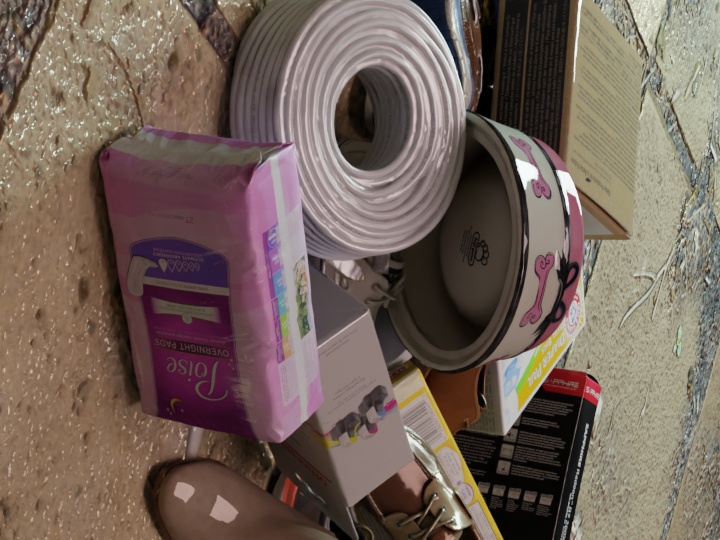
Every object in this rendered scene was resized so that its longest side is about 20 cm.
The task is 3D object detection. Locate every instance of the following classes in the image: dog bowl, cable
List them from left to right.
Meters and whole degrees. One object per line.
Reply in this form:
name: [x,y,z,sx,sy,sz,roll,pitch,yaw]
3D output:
cable: [-0.008,-0.107,1.605,0.199,0.069,0.201,26,74,-41]
dog bowl: [0.095,-0.021,1.694,0.073,0.200,0.202,2,96,-32]

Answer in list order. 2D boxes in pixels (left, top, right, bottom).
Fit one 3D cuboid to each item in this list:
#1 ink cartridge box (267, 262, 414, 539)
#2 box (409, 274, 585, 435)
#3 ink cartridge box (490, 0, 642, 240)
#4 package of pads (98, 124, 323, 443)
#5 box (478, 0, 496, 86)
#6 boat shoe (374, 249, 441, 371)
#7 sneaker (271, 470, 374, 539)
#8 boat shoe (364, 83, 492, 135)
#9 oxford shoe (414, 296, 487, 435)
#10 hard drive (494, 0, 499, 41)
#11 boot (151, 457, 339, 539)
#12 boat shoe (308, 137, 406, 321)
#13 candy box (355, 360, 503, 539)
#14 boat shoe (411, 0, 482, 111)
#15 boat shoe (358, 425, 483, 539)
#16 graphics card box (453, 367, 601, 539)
ink cartridge box: [-0.030,0.089,1.607,0.068,0.115,0.201,-34,135,-19]
box: [0.114,0.040,1.931,0.200,0.101,0.113,-48,139,-50]
ink cartridge box: [0.173,-0.128,1.848,0.200,0.075,0.166,32,62,-64]
package of pads: [-0.096,0.007,1.450,0.076,0.120,0.201,-42,134,-50]
box: [0.111,-0.285,1.888,0.162,0.049,0.201,72,36,-50]
boat shoe: [0.046,0.000,1.824,0.066,0.069,0.201,54,42,-54]
sneaker: [-0.025,0.247,1.721,0.077,0.081,0.201,-37,130,-56]
boat shoe: [0.063,-0.135,1.812,0.200,0.067,0.072,5,95,-64]
oxford shoe: [0.062,0.118,1.820,0.201,0.071,0.071,-64,179,27]
hard drive: [0.150,-0.220,1.911,0.132,0.025,0.201,-50,143,-50]
boot: [-0.048,0.199,1.579,0.071,0.146,0.200,-65,152,-8]
boat shoe: [0.000,0.000,1.713,0.071,0.069,0.202,-9,105,-64]
candy box: [0.040,0.179,1.790,0.102,0.026,0.201,-32,119,-10]
boat shoe: [0.057,-0.213,1.750,0.072,0.072,0.202,2,84,-68]
boat shoe: [0.054,0.195,1.744,0.076,0.072,0.200,-41,120,-3]
graphics card box: [0.135,0.184,1.993,0.051,0.125,0.201,35,65,-63]
